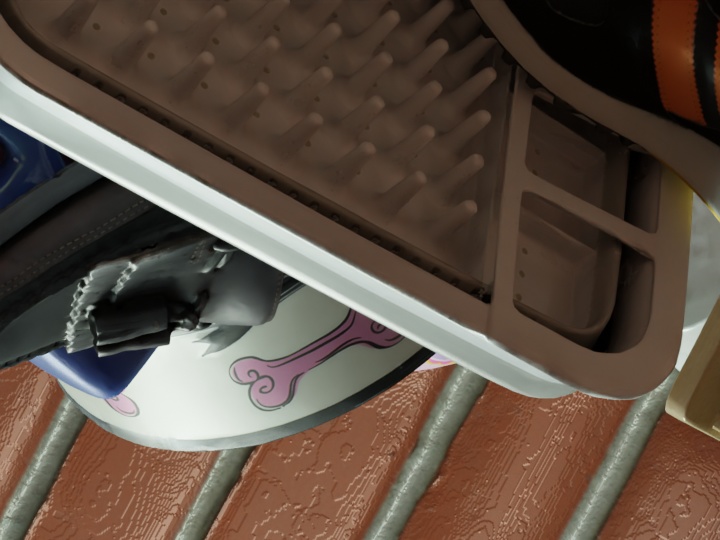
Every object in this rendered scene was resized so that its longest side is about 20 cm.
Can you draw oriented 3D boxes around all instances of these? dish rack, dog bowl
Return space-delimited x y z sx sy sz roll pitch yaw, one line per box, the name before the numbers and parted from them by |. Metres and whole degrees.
dish rack | -0.007 -0.062 0.567 0.200 0.172 0.044 29 138 -22
dog bowl | -0.040 -0.041 0.787 0.200 0.200 0.074 30 162 46

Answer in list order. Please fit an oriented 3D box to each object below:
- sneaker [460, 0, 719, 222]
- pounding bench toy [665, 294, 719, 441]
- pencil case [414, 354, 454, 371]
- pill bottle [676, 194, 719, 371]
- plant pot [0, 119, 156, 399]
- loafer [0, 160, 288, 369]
sneaker | 0.106 -0.055 0.554 0.200 0.090 0.070 47 -134 -1
pounding bench toy | 0.207 0.073 0.924 0.124 0.200 0.156 27 -179 -37
pencil case | 0.000 0.000 0.855 0.200 0.087 0.087 -5 167 22
pill bottle | 0.209 0.018 1.129 0.200 0.110 0.110 27 -178 -44
plant pot | -0.126 -0.108 0.697 0.200 0.200 0.180 28 174 46
loafer | -0.023 -0.017 0.627 0.063 0.200 0.072 56 157 9
